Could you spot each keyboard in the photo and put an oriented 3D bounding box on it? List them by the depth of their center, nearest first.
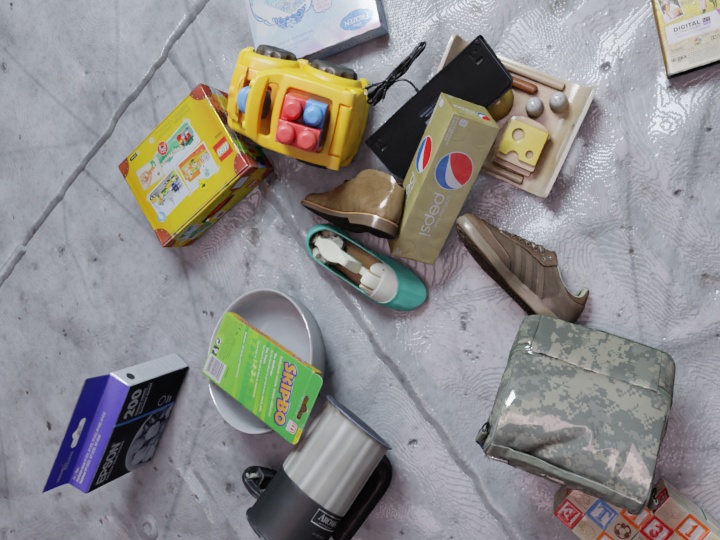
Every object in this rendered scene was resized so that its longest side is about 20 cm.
[{"bbox_3d":[0.082,-0.218,0.778,0.198,0.021,0.127,-37,107,27],"label":"keyboard"}]

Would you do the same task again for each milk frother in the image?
[{"bbox_3d":[-0.072,0.275,0.872,0.198,0.181,0.190,33,81,33],"label":"milk frother"}]

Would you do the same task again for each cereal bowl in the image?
[{"bbox_3d":[-0.128,0.134,0.903,0.195,0.083,0.207,-7,77,30],"label":"cereal bowl"}]

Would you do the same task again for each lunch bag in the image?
[{"bbox_3d":[0.247,0.169,0.713,0.195,0.169,0.142,18,136,17],"label":"lunch bag"}]

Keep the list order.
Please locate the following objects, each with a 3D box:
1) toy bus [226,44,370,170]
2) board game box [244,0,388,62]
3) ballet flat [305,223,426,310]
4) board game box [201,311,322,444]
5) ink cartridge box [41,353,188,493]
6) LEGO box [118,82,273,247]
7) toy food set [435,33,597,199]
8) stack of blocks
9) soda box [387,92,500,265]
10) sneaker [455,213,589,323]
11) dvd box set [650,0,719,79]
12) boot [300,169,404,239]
[{"bbox_3d":[-0.094,-0.206,0.803,0.194,0.193,0.139,17,112,1],"label":"toy bus"},{"bbox_3d":[-0.075,-0.408,0.875,0.194,0.043,0.206,-12,90,21],"label":"board game box"},{"bbox_3d":[0.000,0.000,0.863,0.197,0.070,0.069,32,106,15],"label":"ballet flat"},{"bbox_3d":[-0.134,0.144,0.841,0.197,0.030,0.098,28,96,34],"label":"board game box"},{"bbox_3d":[-0.372,0.240,0.954,0.043,0.199,0.202,30,104,18],"label":"ink cartridge box"},{"bbox_3d":[-0.255,-0.157,0.945,0.198,0.077,0.151,-36,82,19],"label":"LEGO box"},{"bbox_3d":[0.179,-0.198,0.786,0.196,0.060,0.147,27,103,17],"label":"toy food set"},{"bbox_3d":[0.353,0.319,0.759,0.199,0.058,0.117,39,106,14],"label":"stack of blocks"},{"bbox_3d":[0.097,-0.110,0.778,0.066,0.065,0.204,12,122,-18],"label":"soda box"},{"bbox_3d":[0.206,-0.010,0.783,0.076,0.070,0.200,-44,96,-3],"label":"sneaker"},{"bbox_3d":[0.406,-0.344,0.703,0.142,0.029,0.207,-13,90,22],"label":"dvd box set"},{"bbox_3d":[-0.010,-0.095,0.839,0.197,0.073,0.078,15,85,50],"label":"boot"}]
